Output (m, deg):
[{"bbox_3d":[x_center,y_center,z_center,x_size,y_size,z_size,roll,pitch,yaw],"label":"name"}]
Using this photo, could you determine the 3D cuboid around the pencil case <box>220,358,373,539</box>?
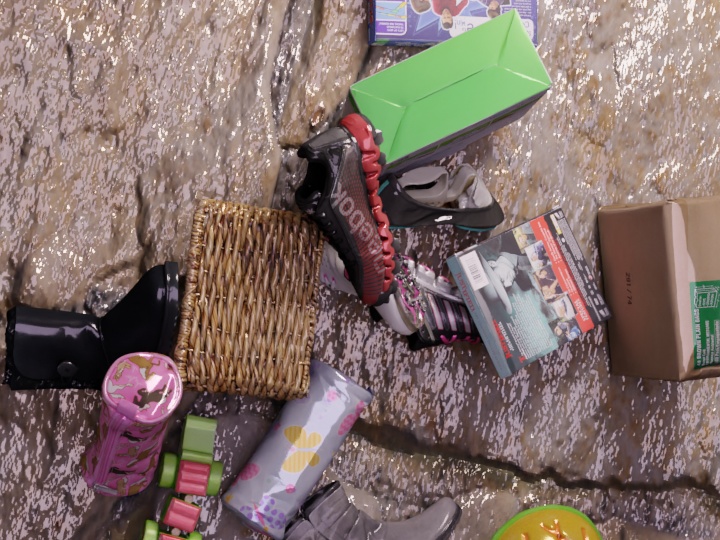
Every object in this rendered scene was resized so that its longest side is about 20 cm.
[{"bbox_3d":[-0.070,0.194,1.627,0.083,0.091,0.201,34,80,-6],"label":"pencil case"}]

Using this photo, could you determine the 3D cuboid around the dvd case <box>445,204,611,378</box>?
[{"bbox_3d":[0.193,0.021,1.684,0.199,0.022,0.147,-24,88,-44],"label":"dvd case"}]

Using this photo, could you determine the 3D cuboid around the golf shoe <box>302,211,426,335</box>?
[{"bbox_3d":[0.000,0.000,1.634,0.092,0.072,0.201,-40,61,13],"label":"golf shoe"}]

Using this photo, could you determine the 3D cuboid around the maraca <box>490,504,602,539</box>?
[{"bbox_3d":[0.189,0.347,1.680,0.198,0.107,0.138,-26,87,-14],"label":"maraca"}]

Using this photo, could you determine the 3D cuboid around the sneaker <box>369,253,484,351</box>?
[{"bbox_3d":[0.094,0.061,1.685,0.198,0.074,0.088,29,81,-7],"label":"sneaker"}]

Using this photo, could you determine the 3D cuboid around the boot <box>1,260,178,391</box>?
[{"bbox_3d":[-0.281,0.062,1.539,0.166,0.201,0.077,8,46,-16],"label":"boot"}]

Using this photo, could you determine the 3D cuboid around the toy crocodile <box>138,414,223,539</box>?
[{"bbox_3d":[-0.192,0.256,1.607,0.067,0.062,0.202,16,83,-13],"label":"toy crocodile"}]

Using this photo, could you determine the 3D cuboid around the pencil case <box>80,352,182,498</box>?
[{"bbox_3d":[-0.236,0.160,1.527,0.082,0.201,0.087,0,58,-19],"label":"pencil case"}]

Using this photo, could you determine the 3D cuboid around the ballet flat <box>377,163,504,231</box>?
[{"bbox_3d":[0.096,-0.081,1.654,0.198,0.068,0.069,-4,130,-41],"label":"ballet flat"}]

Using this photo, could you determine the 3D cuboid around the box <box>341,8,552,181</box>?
[{"bbox_3d":[0.090,-0.181,1.622,0.198,0.176,0.098,-25,88,-4],"label":"box"}]

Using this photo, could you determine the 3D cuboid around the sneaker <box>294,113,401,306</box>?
[{"bbox_3d":[-0.017,-0.054,1.521,0.097,0.071,0.203,-18,110,-22],"label":"sneaker"}]

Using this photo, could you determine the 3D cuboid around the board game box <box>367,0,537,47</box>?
[{"bbox_3d":[0.107,-0.326,1.720,0.197,0.034,0.137,1,88,-14],"label":"board game box"}]

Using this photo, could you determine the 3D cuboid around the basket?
[{"bbox_3d":[-0.131,0.031,1.588,0.147,0.143,0.203,6,89,-17],"label":"basket"}]

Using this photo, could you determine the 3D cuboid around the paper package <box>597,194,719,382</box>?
[{"bbox_3d":[0.356,0.019,1.693,0.102,0.190,0.203,-5,90,-14],"label":"paper package"}]

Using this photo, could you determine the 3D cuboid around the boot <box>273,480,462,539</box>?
[{"bbox_3d":[0.008,0.284,1.659,0.199,0.070,0.132,-37,92,-17],"label":"boot"}]
